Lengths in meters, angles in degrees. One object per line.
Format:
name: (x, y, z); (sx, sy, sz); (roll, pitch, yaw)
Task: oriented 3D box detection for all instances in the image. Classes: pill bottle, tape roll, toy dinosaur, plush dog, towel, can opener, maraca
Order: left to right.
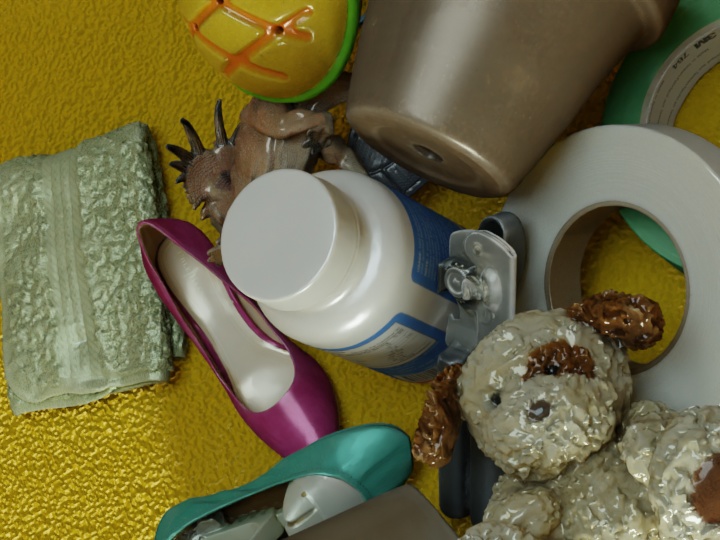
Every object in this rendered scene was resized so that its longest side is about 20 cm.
towel: (-0.200, -0.001, 1.558); (0.148, 0.036, 0.200); (-15, 70, 22)
maraca: (-0.061, -0.202, 1.356); (0.137, 0.107, 0.200); (4, 111, 32)
toy dinosaur: (-0.059, -0.085, 1.442); (0.200, 0.086, 0.136); (-52, 43, 23)
pill bottle: (0.000, 0.000, 1.359); (0.112, 0.200, 0.112); (-8, 72, 28)
can opener: (0.084, 0.063, 1.354); (0.053, 0.067, 0.200); (19, 120, 39)
plush dog: (0.128, 0.102, 1.269); (0.200, 0.160, 0.172); (-29, 80, 14)
tape roll: (0.166, 0.010, 1.328); (0.203, 0.037, 0.203); (5, 97, 40)
tape roll: (0.251, -0.085, 1.347); (0.200, 0.048, 0.201); (-7, 73, 25)

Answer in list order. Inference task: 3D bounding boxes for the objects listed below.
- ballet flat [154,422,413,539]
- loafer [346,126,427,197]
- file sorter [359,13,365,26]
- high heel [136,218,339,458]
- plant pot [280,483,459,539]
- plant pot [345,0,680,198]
ballet flat: (-0.052, 0.165, 1.413); (0.200, 0.067, 0.070); (-24, 26, 22)
loafer: (0.049, -0.133, 1.466); (0.072, 0.063, 0.200); (25, 93, 0)
file sorter: (-0.039, -0.284, 1.499); (0.123, 0.139, 0.200); (-34, 63, 18)
high heel: (-0.084, 0.047, 1.451); (0.067, 0.096, 0.200); (-35, 63, 14)
plant pot: (-0.001, 0.228, 1.320); (0.173, 0.200, 0.200); (-38, 61, -5)
plant pot: (0.076, -0.146, 1.319); (0.200, 0.200, 0.175); (20, 77, 30)
